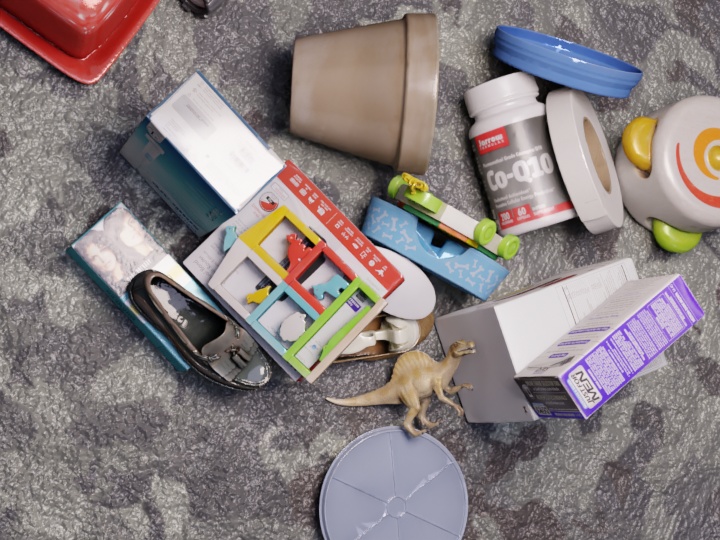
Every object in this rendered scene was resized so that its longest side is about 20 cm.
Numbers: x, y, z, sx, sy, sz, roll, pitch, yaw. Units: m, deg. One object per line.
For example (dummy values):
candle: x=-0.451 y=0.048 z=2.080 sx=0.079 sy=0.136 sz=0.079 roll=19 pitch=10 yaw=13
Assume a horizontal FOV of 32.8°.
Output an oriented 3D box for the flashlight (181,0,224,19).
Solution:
flashlight: x=-0.151 y=-0.403 z=1.538 sx=0.068 sy=0.068 sz=0.200 roll=30 pitch=66 yaw=25

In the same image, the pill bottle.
pill bottle: x=0.208 y=-0.152 z=1.608 sx=0.114 sy=0.114 sz=0.200 roll=-18 pitch=90 yaw=-21

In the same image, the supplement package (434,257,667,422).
supplement package: x=0.235 y=0.090 z=1.547 sx=0.200 sy=0.191 sz=0.147 roll=-19 pitch=89 yaw=-21

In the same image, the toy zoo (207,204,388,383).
toy zoo: x=-0.084 y=0.017 z=1.427 sx=0.200 sy=0.020 sz=0.131 roll=44 pitch=89 yaw=6

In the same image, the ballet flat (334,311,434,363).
ballet flat: x=0.013 y=0.083 z=1.530 sx=0.200 sy=0.072 sz=0.068 roll=-7 pitch=95 yaw=-21

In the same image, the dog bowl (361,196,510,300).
dog bowl: x=0.090 y=-0.025 z=1.546 sx=0.200 sy=0.111 sz=0.050 roll=30 pitch=89 yaw=-1

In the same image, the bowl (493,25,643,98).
bowl: x=0.269 y=-0.273 z=1.610 sx=0.200 sy=0.201 sz=0.039 roll=11 pitch=109 yaw=-18

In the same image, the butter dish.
butter dish: x=-0.332 y=-0.355 z=1.420 sx=0.199 sy=0.148 sz=0.200 roll=36 pitch=73 yaw=-12

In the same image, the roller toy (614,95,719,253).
roller toy: x=0.456 y=-0.145 z=1.683 sx=0.182 sy=0.140 sz=0.200 roll=-34 pitch=95 yaw=-21

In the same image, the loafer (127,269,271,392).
loafer: x=-0.182 y=0.072 z=1.414 sx=0.200 sy=0.063 sz=0.072 roll=39 pitch=71 yaw=-13

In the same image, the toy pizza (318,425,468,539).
toy pizza: x=0.041 y=0.296 z=1.538 sx=0.200 sy=0.032 sz=0.200 roll=2 pitch=84 yaw=-20

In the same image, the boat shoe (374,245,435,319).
boat shoe: x=0.000 y=0.000 z=1.533 sx=0.200 sy=0.066 sz=0.072 roll=23 pitch=88 yaw=-6

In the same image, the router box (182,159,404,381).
router box: x=-0.078 y=0.001 z=1.463 sx=0.179 sy=0.049 sz=0.200 roll=-45 pitch=83 yaw=-1

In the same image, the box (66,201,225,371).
box: x=-0.249 y=0.021 z=1.456 sx=0.082 sy=0.049 sz=0.200 roll=-45 pitch=100 yaw=-19

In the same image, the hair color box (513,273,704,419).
hair color box: x=0.284 y=0.087 z=1.404 sx=0.200 sy=0.109 sz=0.065 roll=-35 pitch=97 yaw=-19

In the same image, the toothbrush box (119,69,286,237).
toothbrush box: x=-0.187 y=-0.129 z=1.417 sx=0.146 sy=0.200 sz=0.085 roll=47 pitch=70 yaw=-8

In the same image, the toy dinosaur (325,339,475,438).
toy dinosaur: x=0.067 y=0.154 z=1.540 sx=0.200 sy=0.058 sz=0.101 roll=-26 pitch=84 yaw=12

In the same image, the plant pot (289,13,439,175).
plant pot: x=0.001 y=-0.222 z=1.518 sx=0.173 sy=0.200 sz=0.200 roll=3 pitch=82 yaw=-2

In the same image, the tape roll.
tape roll: x=0.296 y=-0.146 z=1.609 sx=0.037 sy=0.203 sz=0.203 roll=-17 pitch=89 yaw=22

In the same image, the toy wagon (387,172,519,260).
toy wagon: x=0.102 y=-0.069 z=1.513 sx=0.200 sy=0.155 sz=0.040 roll=25 pitch=94 yaw=-56
